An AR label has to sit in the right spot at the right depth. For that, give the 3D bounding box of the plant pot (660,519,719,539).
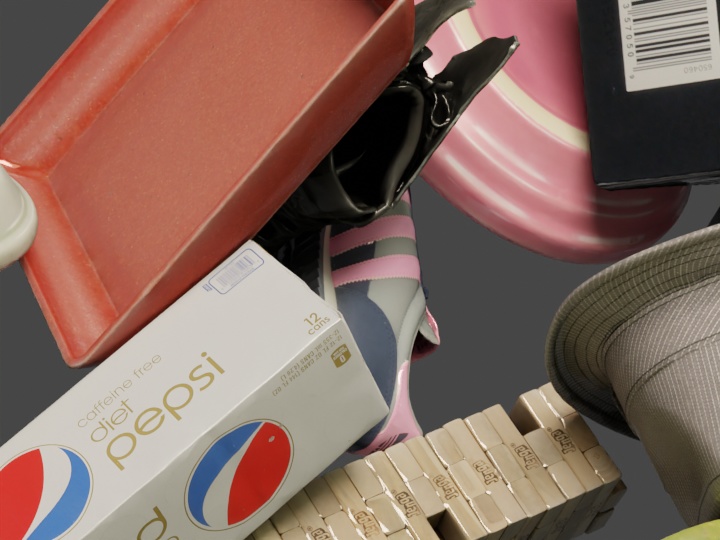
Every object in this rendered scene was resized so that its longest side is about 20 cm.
[{"bbox_3d":[0.161,0.200,0.885,0.200,0.201,0.184,-5,46,-19],"label":"plant pot"}]

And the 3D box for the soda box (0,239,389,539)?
[{"bbox_3d":[-0.088,0.083,0.903,0.200,0.068,0.064,-40,50,-12],"label":"soda box"}]

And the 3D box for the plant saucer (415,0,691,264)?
[{"bbox_3d":[0.084,-0.099,1.107,0.200,0.051,0.201,23,44,-25],"label":"plant saucer"}]

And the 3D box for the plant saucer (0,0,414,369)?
[{"bbox_3d":[-0.067,-0.070,0.980,0.037,0.200,0.200,37,9,-33],"label":"plant saucer"}]

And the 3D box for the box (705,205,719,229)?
[{"bbox_3d":[0.281,0.027,1.119,0.199,0.044,0.161,-5,57,-20],"label":"box"}]

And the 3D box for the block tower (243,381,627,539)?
[{"bbox_3d":[0.016,0.108,0.977,0.200,0.054,0.058,-21,63,-29],"label":"block tower"}]

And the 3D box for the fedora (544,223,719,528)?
[{"bbox_3d":[0.171,0.058,0.945,0.176,0.200,0.091,-18,64,15],"label":"fedora"}]

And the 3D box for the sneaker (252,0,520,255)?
[{"bbox_3d":[-0.024,-0.044,0.986,0.200,0.104,0.060,-44,112,4],"label":"sneaker"}]

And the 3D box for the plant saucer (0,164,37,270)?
[{"bbox_3d":[-0.228,-0.045,0.951,0.200,0.050,0.200,8,20,-3],"label":"plant saucer"}]

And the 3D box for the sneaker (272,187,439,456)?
[{"bbox_3d":[0.000,0.000,1.054,0.082,0.070,0.200,36,44,-25],"label":"sneaker"}]

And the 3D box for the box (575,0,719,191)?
[{"bbox_3d":[0.195,-0.117,1.069,0.200,0.107,0.149,-6,90,-50],"label":"box"}]
